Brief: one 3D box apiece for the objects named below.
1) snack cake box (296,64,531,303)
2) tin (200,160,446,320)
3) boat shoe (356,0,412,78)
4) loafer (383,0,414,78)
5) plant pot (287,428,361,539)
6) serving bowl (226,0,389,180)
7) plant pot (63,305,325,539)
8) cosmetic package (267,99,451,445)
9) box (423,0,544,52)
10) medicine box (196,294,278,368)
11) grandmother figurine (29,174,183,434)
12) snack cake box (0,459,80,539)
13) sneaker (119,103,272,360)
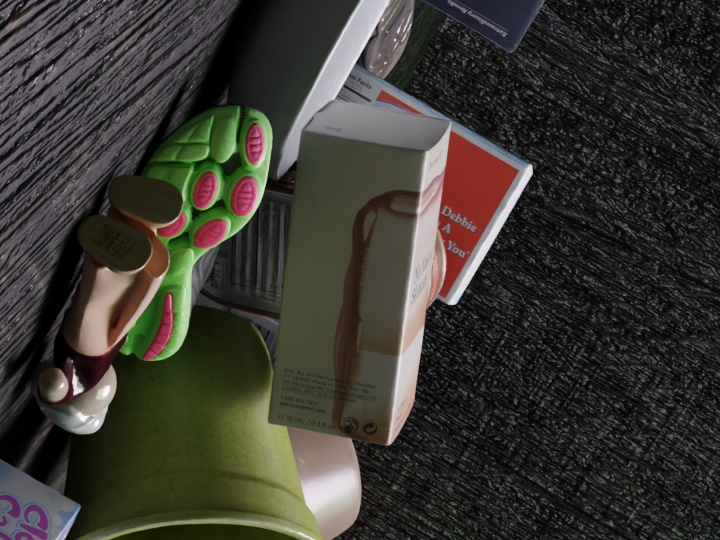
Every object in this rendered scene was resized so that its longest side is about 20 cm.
[{"bbox_3d":[0.010,-0.075,1.771,0.115,0.200,0.067,-59,175,2],"label":"snack cake box"},{"bbox_3d":[-0.040,-0.016,1.707,0.042,0.199,0.112,-52,150,-54],"label":"tin"},{"bbox_3d":[-0.005,-0.188,1.834,0.076,0.072,0.200,-56,171,-30],"label":"boat shoe"},{"bbox_3d":[0.005,-0.217,1.902,0.071,0.073,0.201,-47,160,-54],"label":"loafer"},{"bbox_3d":[-0.099,0.162,1.878,0.174,0.201,0.200,-15,156,-24],"label":"plant pot"},{"bbox_3d":[-0.034,-0.160,1.607,0.201,0.066,0.200,-60,179,-2],"label":"serving bowl"},{"bbox_3d":[-0.121,0.133,1.659,0.201,0.200,0.185,118,-29,-52],"label":"plant pot"},{"bbox_3d":[0.000,0.000,1.612,0.103,0.087,0.201,-54,152,-69],"label":"cosmetic package"},{"bbox_3d":[0.124,-0.321,2.162,0.200,0.148,0.107,-61,178,41],"label":"box"},{"bbox_3d":[-0.032,-0.027,1.931,0.200,0.182,0.103,-60,179,-23],"label":"medicine box"},{"bbox_3d":[-0.155,0.033,1.456,0.121,0.060,0.200,-48,169,-36],"label":"grandmother figurine"},{"bbox_3d":[-0.252,0.217,1.480,0.115,0.067,0.200,-62,178,34],"label":"snack cake box"},{"bbox_3d":[-0.114,-0.034,1.538,0.084,0.077,0.200,-86,-158,-50],"label":"sneaker"}]
